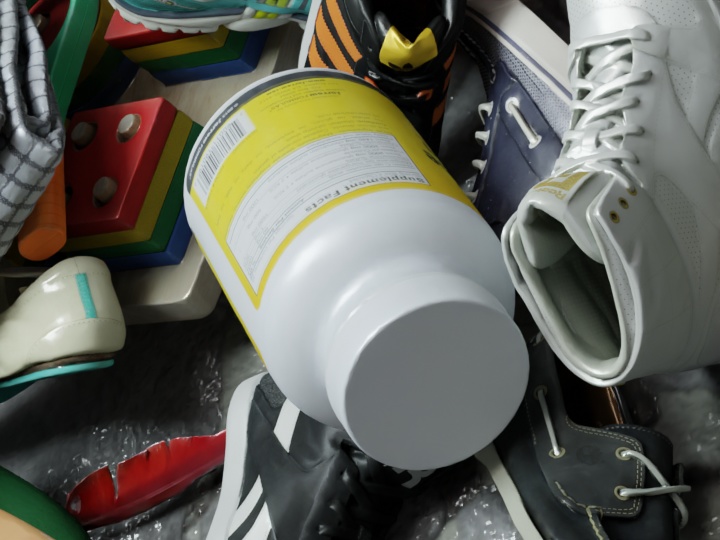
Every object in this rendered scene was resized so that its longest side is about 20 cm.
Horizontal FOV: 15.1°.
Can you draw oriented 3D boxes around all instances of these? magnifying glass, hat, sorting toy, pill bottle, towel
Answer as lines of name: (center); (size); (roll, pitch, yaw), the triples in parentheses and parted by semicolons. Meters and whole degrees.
magnifying glass: (-0.163, -0.083, 1.367); (0.080, 0.022, 0.200); (-35, 42, 25)
hat: (-0.136, 0.158, 1.325); (0.200, 0.176, 0.166); (110, 171, -52)
sorting toy: (-0.134, -0.073, 1.404); (0.199, 0.070, 0.200); (-5, 58, 45)
pill bottle: (0.000, 0.000, 1.165); (0.112, 0.112, 0.200); (-45, 34, 8)
towel: (-0.224, -0.068, 1.345); (0.166, 0.086, 0.200); (-57, 32, 28)

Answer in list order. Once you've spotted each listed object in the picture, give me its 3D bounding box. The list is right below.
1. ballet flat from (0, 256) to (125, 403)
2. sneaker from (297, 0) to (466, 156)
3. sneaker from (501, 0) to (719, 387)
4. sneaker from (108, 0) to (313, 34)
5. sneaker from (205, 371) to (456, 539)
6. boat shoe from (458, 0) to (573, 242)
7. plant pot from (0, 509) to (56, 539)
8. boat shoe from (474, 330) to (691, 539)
ballet flat: (-0.183, 0.035, 1.369); (0.200, 0.069, 0.069); (-20, 46, 49)
sneaker: (0.011, -0.101, 1.261); (0.090, 0.070, 0.200); (-105, 18, -60)
sneaker: (0.105, -0.053, 1.100); (0.074, 0.116, 0.200); (-12, 90, 39)
sneaker: (-0.032, -0.157, 1.305); (0.200, 0.080, 0.078); (-6, 63, 2)
sneaker: (-0.007, 0.110, 1.193); (0.112, 0.073, 0.200); (-25, 45, 28)
boat shoe: (0.073, -0.057, 1.244); (0.093, 0.075, 0.200); (-43, 38, 2)
plant pot: (-0.157, 0.193, 1.184); (0.200, 0.200, 0.140); (15, 66, 49)
boat shoe: (0.100, 0.093, 1.103); (0.068, 0.072, 0.200); (-42, 36, 12)
